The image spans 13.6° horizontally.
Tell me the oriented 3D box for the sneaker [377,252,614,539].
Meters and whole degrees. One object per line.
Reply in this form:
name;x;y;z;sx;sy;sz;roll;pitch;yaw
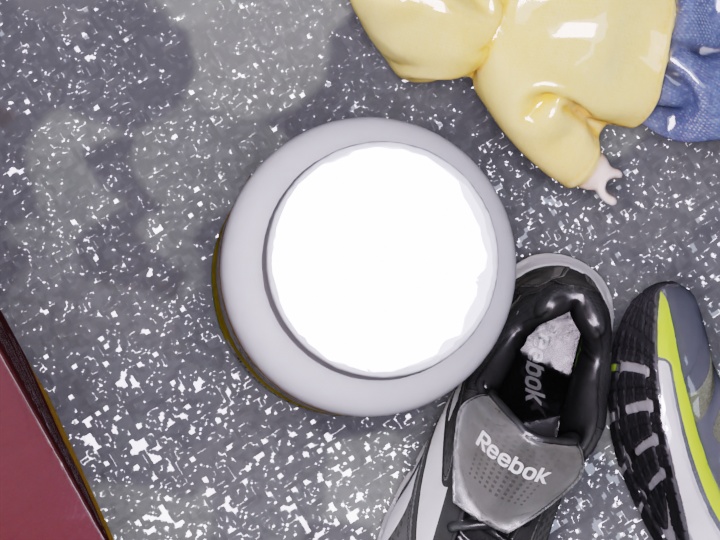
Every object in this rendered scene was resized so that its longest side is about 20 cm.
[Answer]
sneaker;0.053;0.086;1.212;0.066;0.090;0.201;21;86;-2

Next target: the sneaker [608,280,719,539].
sneaker;0.162;0.096;1.238;0.081;0.074;0.201;-22;95;-14

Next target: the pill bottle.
pill bottle;0.000;0.000;1.157;0.112;0.200;0.114;0;88;-4

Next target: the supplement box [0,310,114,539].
supplement box;-0.198;0.038;1.110;0.132;0.197;0.201;-28;119;-5

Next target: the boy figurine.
boy figurine;0.093;-0.090;1.236;0.199;0.064;0.125;5;88;-3
